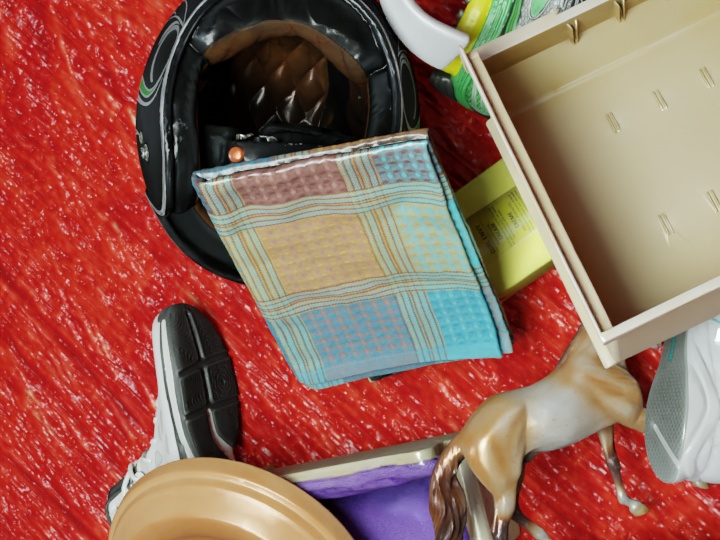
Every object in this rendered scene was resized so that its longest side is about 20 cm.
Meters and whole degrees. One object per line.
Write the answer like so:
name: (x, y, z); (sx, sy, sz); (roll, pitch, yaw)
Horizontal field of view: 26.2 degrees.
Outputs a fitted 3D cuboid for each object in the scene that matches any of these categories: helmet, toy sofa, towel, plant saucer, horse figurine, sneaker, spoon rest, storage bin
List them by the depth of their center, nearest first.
storage bin: (0.182, -0.080, 0.853); (0.199, 0.094, 0.200); (-25, 71, 3)
sneaker: (0.220, 0.028, 0.919); (0.079, 0.070, 0.203); (8, 85, -11)
towel: (0.000, 0.000, 0.921); (0.145, 0.201, 0.022); (-10, 49, 14)
spoon rest: (0.050, -0.225, 0.940); (0.099, 0.060, 0.202); (140, 144, -62)
horse figurine: (0.118, 0.106, 0.941); (0.199, 0.050, 0.134); (-27, 96, -7)
sneaker: (0.123, -0.179, 0.949); (0.085, 0.078, 0.201); (33, 119, 15)
helmet: (-0.052, -0.092, 0.980); (0.198, 0.191, 0.202); (0, 86, -5)
toy sofa: (-0.003, 0.164, 1.031); (0.198, 0.097, 0.084); (-15, 89, 29)
plant saucer: (-0.084, 0.217, 1.035); (0.198, 0.038, 0.202); (10, 122, 17)
sneaker: (-0.146, 0.130, 1.117); (0.114, 0.076, 0.203); (-10, 93, 27)

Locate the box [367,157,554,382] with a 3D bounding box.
box: (0.071, -0.010, 0.998); (0.199, 0.050, 0.076); (-35, 81, 26)
